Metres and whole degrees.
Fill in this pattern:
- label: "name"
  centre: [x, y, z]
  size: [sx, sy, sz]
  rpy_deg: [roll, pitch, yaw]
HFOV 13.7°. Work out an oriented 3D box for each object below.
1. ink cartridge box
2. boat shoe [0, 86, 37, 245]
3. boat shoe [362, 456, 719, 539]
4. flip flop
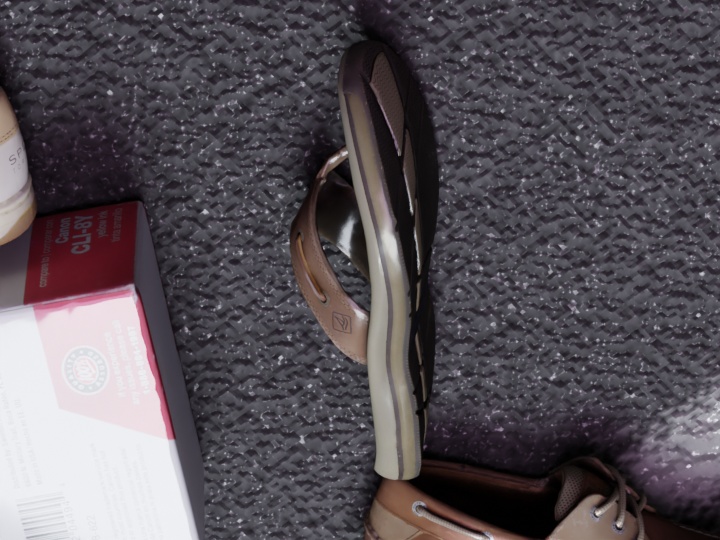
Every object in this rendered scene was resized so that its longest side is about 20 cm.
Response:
- label: "ink cartridge box"
  centre: [-0.175, 0.064, 1.262]
  size: [0.199, 0.084, 0.146]
  rpy_deg: [-10, 120, 2]
- label: "boat shoe"
  centre: [-0.232, -0.042, 1.207]
  size: [0.199, 0.074, 0.070]
  rpy_deg: [-8, 119, -10]
- label: "boat shoe"
  centre: [0.097, 0.123, 1.317]
  size: [0.199, 0.076, 0.072]
  rpy_deg: [5, 114, -5]
- label: "flip flop"
  centre: [0.000, 0.000, 1.246]
  size: [0.057, 0.081, 0.201]
  rpy_deg: [5, 127, 11]
